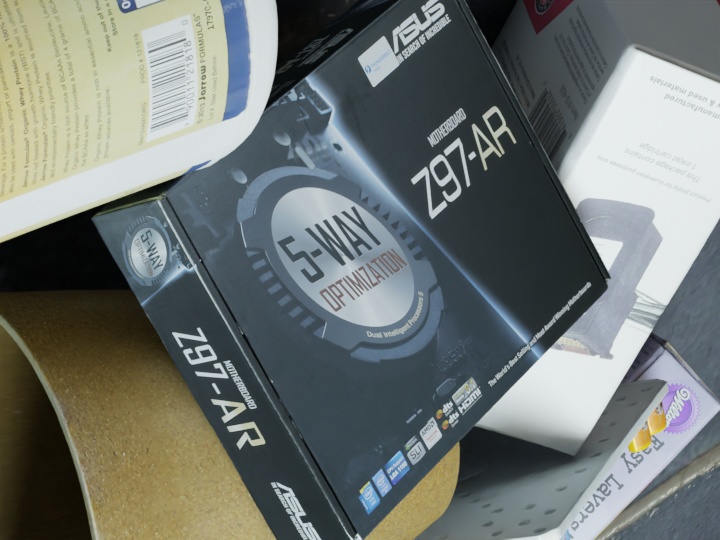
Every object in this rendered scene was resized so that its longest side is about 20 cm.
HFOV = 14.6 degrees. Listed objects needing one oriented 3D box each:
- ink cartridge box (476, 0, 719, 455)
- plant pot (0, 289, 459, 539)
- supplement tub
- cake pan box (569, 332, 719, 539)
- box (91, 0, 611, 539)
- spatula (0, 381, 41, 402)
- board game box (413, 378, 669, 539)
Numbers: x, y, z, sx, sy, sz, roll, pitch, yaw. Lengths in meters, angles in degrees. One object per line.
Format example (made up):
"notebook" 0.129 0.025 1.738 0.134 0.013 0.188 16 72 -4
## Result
"ink cartridge box" 0.096 -0.039 1.296 0.084 0.145 0.200 20 116 -20
"plant pot" -0.066 0.084 1.185 0.199 0.187 0.187 -12 137 -32
"supplement tub" -0.145 -0.079 0.987 0.200 0.144 0.145 -22 142 -32
"cake pan box" 0.102 0.109 1.498 0.184 0.052 0.200 -44 -176 0
"box" 0.003 -0.007 1.133 0.200 0.043 0.161 -41 109 -41
"spatula" -0.197 0.122 1.278 0.056 0.021 0.200 -3 131 -40
"board game box" 0.031 0.108 1.329 0.200 0.199 0.026 -42 119 -62
